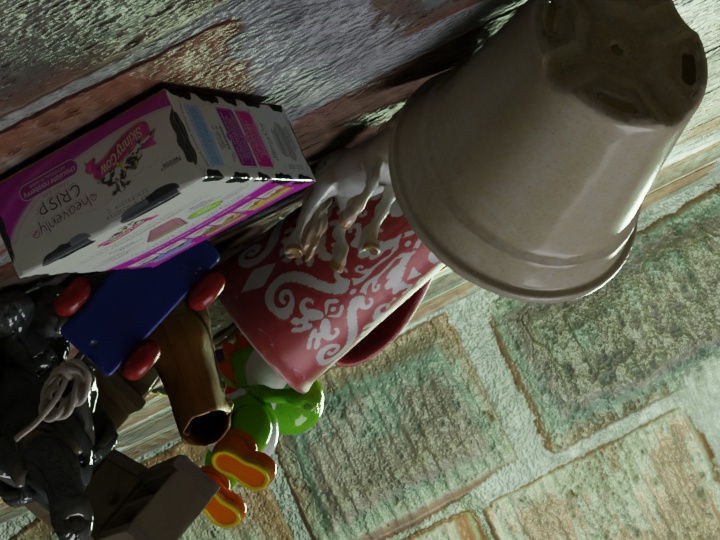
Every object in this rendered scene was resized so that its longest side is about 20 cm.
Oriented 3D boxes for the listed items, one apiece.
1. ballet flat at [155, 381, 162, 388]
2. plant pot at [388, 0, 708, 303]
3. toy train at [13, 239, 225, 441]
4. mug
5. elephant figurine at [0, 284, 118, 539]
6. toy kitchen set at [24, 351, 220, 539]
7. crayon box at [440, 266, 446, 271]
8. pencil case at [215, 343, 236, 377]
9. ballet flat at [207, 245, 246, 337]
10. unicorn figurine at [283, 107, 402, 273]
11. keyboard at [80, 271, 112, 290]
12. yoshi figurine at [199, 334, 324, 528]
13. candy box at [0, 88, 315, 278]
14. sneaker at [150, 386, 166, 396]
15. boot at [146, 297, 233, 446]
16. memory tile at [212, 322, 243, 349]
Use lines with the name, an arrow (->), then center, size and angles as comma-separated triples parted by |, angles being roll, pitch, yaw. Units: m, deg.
ballet flat -> -0.175, 0.061, 2.077 | 0.199, 0.071, 0.065 | -28, 147, -3
plant pot -> 0.144, -0.108, 1.404 | 0.200, 0.201, 0.184 | -22, 161, -32
toy train -> -0.190, 0.041, 1.503 | 0.200, 0.085, 0.116 | -47, -173, 0
mug -> -0.007, -0.009, 1.703 | 0.200, 0.134, 0.177 | -39, 170, 6
elephant figurine -> -0.254, 0.124, 1.560 | 0.141, 0.201, 0.155 | -30, 173, 33
toy kitchen set -> -0.212, 0.122, 1.664 | 0.163, 0.200, 0.180 | -50, -171, -23
crayon box -> 0.016, 0.002, 1.879 | 0.199, 0.051, 0.127 | -30, -176, -26
pencil case -> -0.075, 0.056, 1.957 | 0.200, 0.085, 0.093 | -46, 152, -27
ballet flat -> -0.158, 0.031, 1.835 | 0.072, 0.072, 0.200 | -20, 170, -43
unicorn figurine -> 0.014, -0.072, 1.560 | 0.199, 0.074, 0.138 | -4, -127, 42
keyboard -> -0.206, 0.012, 1.676 | 0.127, 0.021, 0.200 | -15, 170, -33
yoshi figurine -> -0.080, 0.135, 1.755 | 0.112, 0.112, 0.200 | -3, -145, 14
candy box -> -0.126, -0.053, 1.251 | 0.136, 0.061, 0.200 | -27, 174, 16
sneaker -> -0.208, 0.113, 2.197 | 0.199, 0.085, 0.074 | -27, 173, 15
boot -> -0.149, 0.078, 1.667 | 0.070, 0.145, 0.201 | -20, 171, -3
memory tile -> -0.123, 0.038, 1.914 | 0.153, 0.017, 0.200 | -50, -167, -31
